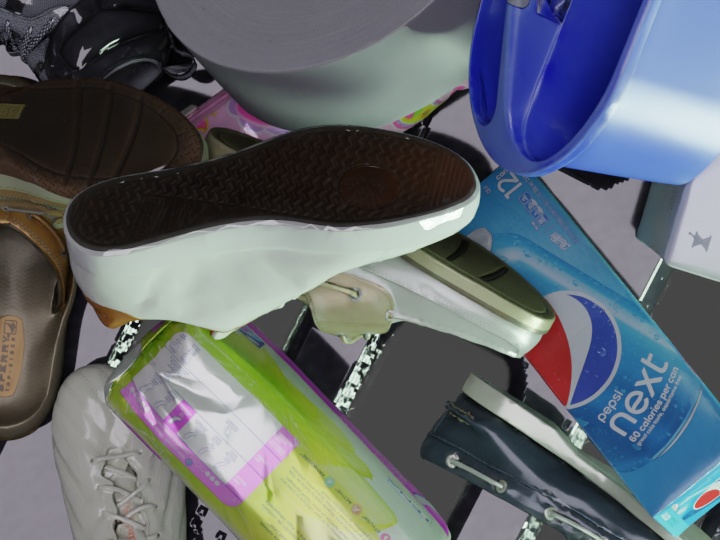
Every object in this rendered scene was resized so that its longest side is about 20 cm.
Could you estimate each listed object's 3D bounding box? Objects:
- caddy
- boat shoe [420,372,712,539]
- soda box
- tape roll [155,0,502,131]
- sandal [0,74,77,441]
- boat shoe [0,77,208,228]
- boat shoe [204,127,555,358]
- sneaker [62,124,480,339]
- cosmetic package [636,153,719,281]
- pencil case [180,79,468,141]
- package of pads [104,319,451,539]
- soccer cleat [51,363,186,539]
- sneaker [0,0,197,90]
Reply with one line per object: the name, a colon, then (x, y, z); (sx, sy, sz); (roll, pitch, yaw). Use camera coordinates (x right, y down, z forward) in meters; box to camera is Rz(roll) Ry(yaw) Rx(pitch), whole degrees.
caddy: (0.117, -0.135, 1.114); (0.105, 0.141, 0.201); (14, 105, -29)
boat shoe: (0.123, 0.135, 1.297); (0.200, 0.075, 0.062); (36, 94, 2)
soda box: (0.122, 0.038, 1.261); (0.064, 0.068, 0.200); (-40, 68, 5)
tape roll: (-0.006, -0.171, 1.236); (0.199, 0.066, 0.201); (-13, 58, 22)
sandal: (-0.192, -0.007, 1.320); (0.080, 0.054, 0.201); (3, 88, 3)
boat shoe: (-0.156, -0.055, 1.250); (0.199, 0.076, 0.072); (12, 58, 31)
boat shoe: (0.000, 0.000, 1.230); (0.199, 0.075, 0.069); (27, 104, 8)
sneaker: (-0.040, -0.015, 1.177); (0.199, 0.073, 0.085); (-7, 137, -1)
cosmetic package: (0.228, -0.087, 1.213); (0.122, 0.200, 0.200); (16, 95, 3)
pencil case: (-0.034, -0.082, 1.290); (0.200, 0.087, 0.088); (-34, 91, 6)
package of pads: (-0.038, 0.103, 1.267); (0.200, 0.155, 0.068); (45, 95, 0)
soccer cleat: (-0.125, 0.150, 1.315); (0.069, 0.078, 0.201); (-11, 92, 5)
sneaker: (-0.185, -0.129, 1.292); (0.199, 0.076, 0.114); (-11, 77, 1)
